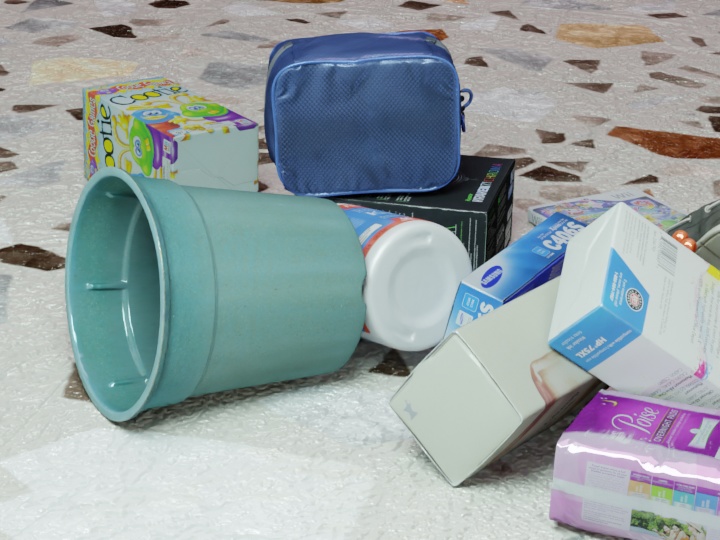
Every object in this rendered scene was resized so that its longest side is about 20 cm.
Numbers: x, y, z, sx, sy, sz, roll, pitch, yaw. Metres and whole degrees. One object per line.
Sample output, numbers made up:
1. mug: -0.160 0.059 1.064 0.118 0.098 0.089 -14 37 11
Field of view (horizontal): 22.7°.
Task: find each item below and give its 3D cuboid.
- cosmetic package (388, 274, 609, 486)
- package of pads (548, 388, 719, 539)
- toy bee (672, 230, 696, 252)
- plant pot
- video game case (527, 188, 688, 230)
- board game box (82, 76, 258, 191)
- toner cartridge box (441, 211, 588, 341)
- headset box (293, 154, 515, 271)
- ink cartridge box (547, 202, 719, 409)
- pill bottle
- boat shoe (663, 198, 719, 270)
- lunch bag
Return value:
1. cosmetic package: 0.129 0.076 1.388 0.200 0.103 0.087 -24 71 -46
2. package of pads: 0.244 0.149 1.282 0.200 0.076 0.120 11 21 21
3. toy bee: 0.251 0.018 1.563 0.200 0.109 0.131 -15 29 -33
4. plant pot: -0.113 0.016 1.458 0.196 0.201 0.200 -2 20 -31
5. video game case: 0.284 -0.038 1.828 0.143 0.018 0.200 -11 25 -28
6. board game box: -0.203 -0.127 1.901 0.105 0.103 0.200 -13 26 -33
7. toner cartridge box: 0.135 0.025 1.549 0.043 0.095 0.200 25 29 20
8. headset box: 0.038 -0.051 1.744 0.200 0.093 0.174 6 22 13
9. ink cartridge box: 0.247 0.053 1.375 0.200 0.067 0.116 34 45 -16
10. pill bottle: 0.000 0.000 1.568 0.112 0.112 0.200 -12 15 -30
11. boat shoe: 0.309 -0.021 1.614 0.057 0.067 0.200 -56 10 -25
12. lunch bag: 0.009 -0.153 1.686 0.200 0.136 0.132 -2 21 -6
